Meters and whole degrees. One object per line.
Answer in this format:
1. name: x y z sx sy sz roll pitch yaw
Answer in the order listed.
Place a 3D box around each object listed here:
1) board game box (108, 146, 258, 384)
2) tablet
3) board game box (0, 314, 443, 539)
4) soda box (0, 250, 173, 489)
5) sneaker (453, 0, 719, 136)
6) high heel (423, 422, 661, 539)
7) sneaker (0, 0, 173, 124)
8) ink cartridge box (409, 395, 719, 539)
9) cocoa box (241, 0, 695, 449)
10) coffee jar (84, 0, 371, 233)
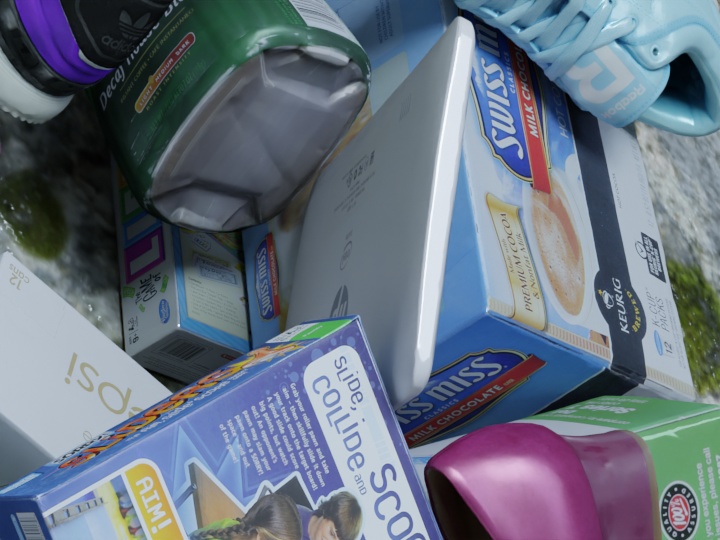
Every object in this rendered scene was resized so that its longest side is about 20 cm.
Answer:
1. board game box: -0.026 0.003 1.073 0.199 0.034 0.135 25 47 -42
2. tablet: 0.000 0.000 0.864 0.014 0.200 0.131 12 73 -12
3. board game box: -0.022 0.133 0.758 0.135 0.034 0.201 -27 102 -36
4. soda box: -0.089 0.088 0.896 0.200 0.063 0.068 43 36 -25
5. sneaker: 0.093 -0.104 0.972 0.199 0.074 0.082 13 48 -44
6. high heel: 0.064 0.152 0.800 0.096 0.067 0.202 -1 78 -41
7. sneaker: -0.112 -0.163 0.900 0.069 0.099 0.201 11 56 -53
8. ink cartridge box: 0.043 0.138 0.877 0.199 0.084 0.146 -13 97 -29
9. cocoa box: 0.036 -0.019 1.017 0.131 0.133 0.201 24 46 -40
10. coffee jar: -0.082 -0.117 0.983 0.085 0.104 0.200 13 34 -45
